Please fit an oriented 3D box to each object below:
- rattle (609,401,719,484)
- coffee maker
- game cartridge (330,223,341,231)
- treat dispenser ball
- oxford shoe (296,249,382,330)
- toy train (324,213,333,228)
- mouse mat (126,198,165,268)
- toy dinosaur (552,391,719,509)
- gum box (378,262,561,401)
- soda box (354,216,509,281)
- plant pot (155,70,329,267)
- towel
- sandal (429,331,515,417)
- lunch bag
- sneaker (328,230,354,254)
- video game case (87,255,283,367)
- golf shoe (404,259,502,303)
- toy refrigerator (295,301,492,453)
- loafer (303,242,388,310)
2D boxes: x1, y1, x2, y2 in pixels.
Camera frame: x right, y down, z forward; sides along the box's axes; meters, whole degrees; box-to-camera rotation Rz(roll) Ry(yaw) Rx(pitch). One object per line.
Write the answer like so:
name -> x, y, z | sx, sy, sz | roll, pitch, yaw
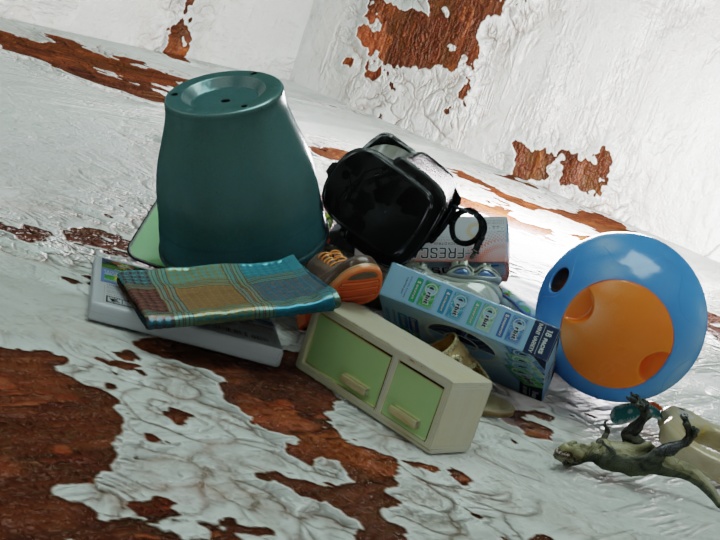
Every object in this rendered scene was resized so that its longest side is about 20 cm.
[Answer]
rattle -> 0.390, 0.152, 1.544 | 0.130, 0.144, 0.200 | -9, 31, -27
coffee maker -> 0.059, -0.080, 1.608 | 0.191, 0.135, 0.200 | 12, 11, 5
game cartridge -> 0.054, -0.022, 1.900 | 0.199, 0.042, 0.133 | 25, -10, -7
treat dispenser ball -> 0.307, 0.054, 1.596 | 0.200, 0.202, 0.201 | 18, 12, -4
oxford shoe -> -0.032, 0.009, 1.461 | 0.071, 0.073, 0.200 | -4, -14, -23
toy train -> -0.084, -0.078, 1.767 | 0.115, 0.085, 0.200 | 29, 19, 17
mouse mat -> -0.162, -0.041, 1.628 | 0.199, 0.008, 0.161 | 21, 52, 5
toy dinosaur -> 0.294, 0.180, 1.375 | 0.199, 0.089, 0.048 | 16, 22, -10
gum box -> 0.124, 0.072, 1.530 | 0.199, 0.045, 0.170 | 21, -17, 12
soda box -> 0.094, -0.028, 1.753 | 0.199, 0.069, 0.064 | 1, -24, 9
plant pot -> -0.143, -0.116, 1.522 | 0.199, 0.189, 0.200 | -5, 29, 3
towel -> -0.135, 0.020, 1.366 | 0.199, 0.022, 0.147 | -5, 19, -21
sandal -> 0.082, 0.097, 1.462 | 0.211, 0.070, 0.078 | 17, 12, -10
lunch bag -> 0.229, 0.071, 1.779 | 0.160, 0.083, 0.200 | 11, 14, -27
sneaker -> 0.028, 0.008, 1.836 | 0.199, 0.074, 0.087 | 20, -10, 17
video game case -> -0.187, 0.041, 1.425 | 0.199, 0.022, 0.182 | 15, 12, -13
golf shoe -> 0.078, 0.042, 1.704 | 0.199, 0.098, 0.078 | -2, -32, 19
toy refrigerator -> 0.028, 0.103, 1.345 | 0.200, 0.076, 0.070 | 30, 16, 39
loafer -> 0.000, 0.000, 1.612 | 0.199, 0.063, 0.072 | 15, -25, -25
